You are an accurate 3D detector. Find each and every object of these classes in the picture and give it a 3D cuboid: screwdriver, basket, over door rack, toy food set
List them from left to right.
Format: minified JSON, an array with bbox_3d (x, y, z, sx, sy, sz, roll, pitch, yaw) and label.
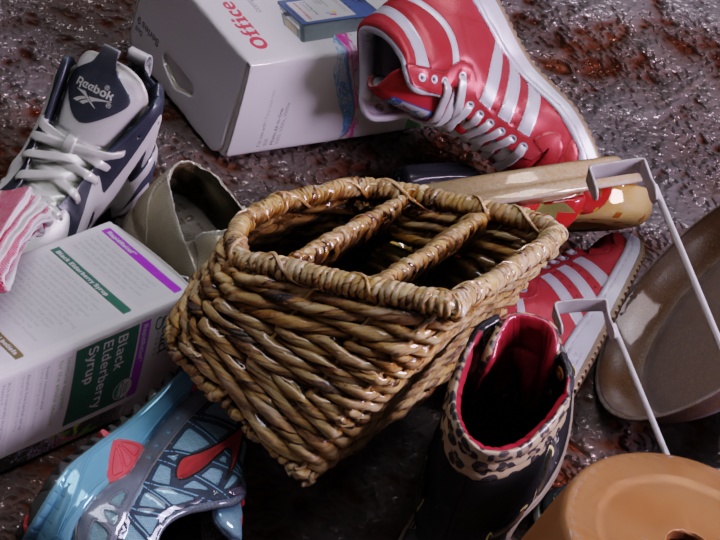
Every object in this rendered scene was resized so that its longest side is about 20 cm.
[{"bbox_3d":[0.000,0.000,1.303,0.143,0.149,0.200,44,27,9],"label":"basket"},{"bbox_3d":[0.081,-0.036,1.482,0.198,0.049,0.200,-8,2,14],"label":"toy food set"},{"bbox_3d":[0.111,-0.064,1.644,0.200,0.028,0.029,-5,70,-31],"label":"screwdriver"},{"bbox_3d":[0.188,0.047,1.301,0.066,0.148,0.200,-19,57,-19],"label":"over door rack"}]

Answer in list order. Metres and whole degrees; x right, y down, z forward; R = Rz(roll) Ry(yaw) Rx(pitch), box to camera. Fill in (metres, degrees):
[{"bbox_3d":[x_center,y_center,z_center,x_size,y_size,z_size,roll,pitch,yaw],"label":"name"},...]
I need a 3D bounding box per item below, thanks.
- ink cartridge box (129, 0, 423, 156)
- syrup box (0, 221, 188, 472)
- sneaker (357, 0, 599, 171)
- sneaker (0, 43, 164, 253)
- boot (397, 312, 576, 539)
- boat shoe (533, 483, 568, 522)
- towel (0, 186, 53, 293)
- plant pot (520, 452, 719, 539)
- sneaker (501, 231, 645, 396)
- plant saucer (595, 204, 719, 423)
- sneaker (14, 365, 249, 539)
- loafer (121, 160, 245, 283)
[{"bbox_3d":[-0.041,-0.164,1.657,0.200,0.088,0.145,-12,46,-33],"label":"ink cartridge box"},{"bbox_3d":[-0.192,0.050,1.311,0.081,0.079,0.200,39,40,28],"label":"syrup box"},{"bbox_3d":[0.075,-0.104,1.576,0.112,0.071,0.200,-35,91,-33],"label":"sneaker"},{"bbox_3d":[-0.180,-0.072,1.436,0.079,0.130,0.199,30,37,17],"label":"sneaker"},{"bbox_3d":[0.082,0.078,1.305,0.073,0.151,0.200,27,51,10],"label":"boot"},{"bbox_3d":[0.202,0.152,1.358,0.199,0.066,0.075,20,36,3],"label":"boat shoe"},{"bbox_3d":[-0.278,0.000,1.300,0.200,0.030,0.146,-9,17,6],"label":"towel"},{"bbox_3d":[0.150,0.191,1.223,0.200,0.140,0.200,13,36,-9],"label":"plant pot"},{"bbox_3d":[0.106,0.018,1.491,0.112,0.071,0.200,27,38,6],"label":"sneaker"},{"bbox_3d":[0.231,0.023,1.463,0.032,0.200,0.200,44,30,-20],"label":"plant saucer"},{"bbox_3d":[-0.098,0.119,1.284,0.096,0.079,0.200,42,46,8],"label":"sneaker"},{"bbox_3d":[-0.076,0.005,1.431,0.076,0.068,0.200,-19,50,-40],"label":"loafer"}]
